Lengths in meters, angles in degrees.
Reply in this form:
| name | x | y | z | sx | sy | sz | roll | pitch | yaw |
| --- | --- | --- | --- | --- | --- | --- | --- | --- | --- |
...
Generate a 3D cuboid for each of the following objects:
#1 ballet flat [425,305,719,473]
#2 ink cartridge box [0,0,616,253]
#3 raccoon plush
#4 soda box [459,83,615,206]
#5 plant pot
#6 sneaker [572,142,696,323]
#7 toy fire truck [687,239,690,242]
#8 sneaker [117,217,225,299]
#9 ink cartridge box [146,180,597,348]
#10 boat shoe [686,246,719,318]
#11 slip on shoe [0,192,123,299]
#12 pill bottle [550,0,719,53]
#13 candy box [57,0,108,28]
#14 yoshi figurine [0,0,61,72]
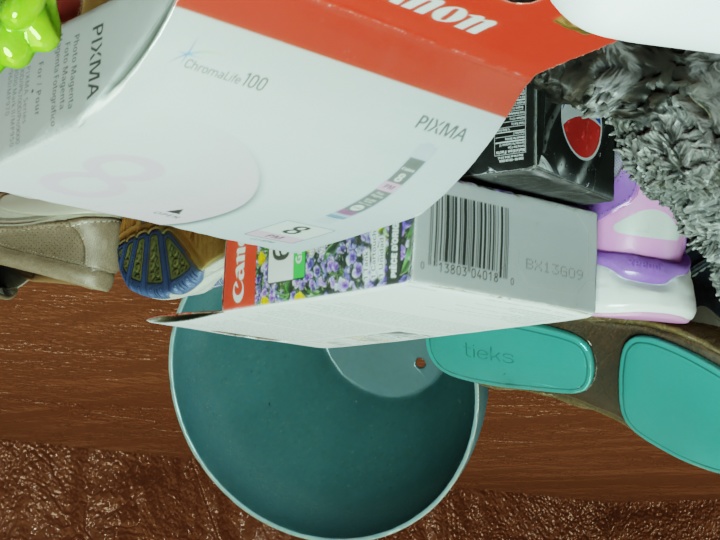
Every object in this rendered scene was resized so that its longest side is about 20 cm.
| name | x | y | z | sx | sy | sz | roll | pitch | yaw |
| --- | --- | --- | --- | --- | --- | --- | --- | --- | --- |
| ballet flat | 0.128 | 0.040 | 0.860 | 0.199 | 0.068 | 0.072 | 14 | -146 | 27 |
| ink cartridge box | -0.017 | -0.058 | 0.621 | 0.162 | 0.057 | 0.199 | 13 | 163 | -42 |
| raccoon plush | 0.125 | -0.050 | 0.730 | 0.199 | 0.097 | 0.134 | 30 | 152 | 7 |
| soda box | 0.015 | -0.058 | 0.819 | 0.199 | 0.064 | 0.071 | -5 | 167 | 38 |
| plant pot | -0.003 | 0.052 | 1.140 | 0.199 | 0.202 | 0.135 | -1 | -167 | 20 |
| sneaker | 0.112 | -0.038 | 0.875 | 0.080 | 0.089 | 0.200 | 3 | -168 | -13 |
| toy fire truck | 0.165 | 0.010 | 1.009 | 0.199 | 0.130 | 0.176 | 18 | 165 | -25 |
| sneaker | -0.057 | -0.019 | 1.012 | 0.088 | 0.076 | 0.199 | 12 | 167 | -41 |
| ink cartridge box | 0.000 | 0.000 | 0.825 | 0.108 | 0.051 | 0.199 | 11 | 168 | -38 |
| boat shoe | 0.220 | -0.002 | 0.894 | 0.199 | 0.071 | 0.091 | -26 | 179 | -8 |
| slip on shoe | -0.229 | -0.013 | 1.124 | 0.199 | 0.061 | 0.076 | -2 | 168 | 25 |
| pill bottle | 0.103 | -0.105 | 0.414 | 0.199 | 0.114 | 0.113 | 6 | 169 | -11 |
| candy box | -0.075 | -0.084 | 0.721 | 0.115 | 0.056 | 0.199 | -8 | 164 | 38 |
| yoshi figurine | -0.113 | -0.110 | 0.474 | 0.199 | 0.113 | 0.112 | -4 | 161 | 19 |
